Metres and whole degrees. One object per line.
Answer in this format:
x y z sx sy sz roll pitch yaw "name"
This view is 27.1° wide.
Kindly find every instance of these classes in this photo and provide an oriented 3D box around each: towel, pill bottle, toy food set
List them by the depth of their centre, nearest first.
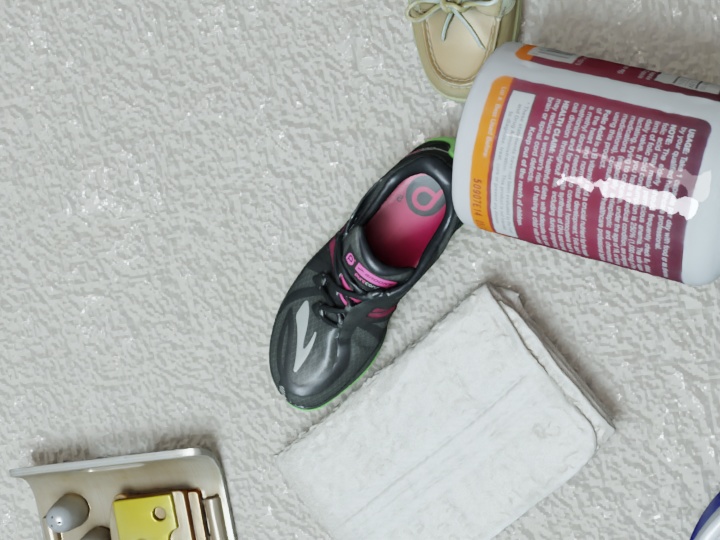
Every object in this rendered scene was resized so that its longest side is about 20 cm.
0.163 -0.057 0.857 0.200 0.114 0.115 16 100 20 "pill bottle"
0.053 0.113 0.959 0.200 0.034 0.133 -40 84 16 "towel"
-0.154 0.222 1.010 0.143 0.060 0.201 -9 94 16 "toy food set"

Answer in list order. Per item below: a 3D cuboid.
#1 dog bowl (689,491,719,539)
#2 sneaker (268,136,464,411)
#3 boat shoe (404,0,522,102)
0.287 0.205 0.884 0.199 0.079 0.201 2 97 15 "dog bowl"
0.000 0.000 0.932 0.077 0.084 0.200 35 103 11 "sneaker"
0.058 -0.202 0.905 0.073 0.063 0.201 -1 96 14 "boat shoe"
